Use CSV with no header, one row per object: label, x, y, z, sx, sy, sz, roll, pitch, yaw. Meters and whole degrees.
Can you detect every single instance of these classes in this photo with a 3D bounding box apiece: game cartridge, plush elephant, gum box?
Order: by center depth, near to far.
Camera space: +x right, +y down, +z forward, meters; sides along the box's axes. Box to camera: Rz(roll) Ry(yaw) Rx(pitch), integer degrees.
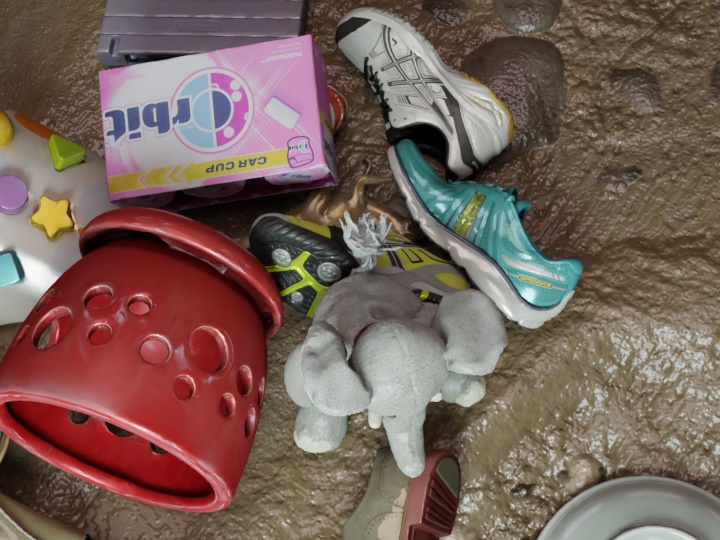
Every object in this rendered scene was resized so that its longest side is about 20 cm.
plush elephant,0.024,0.074,0.870,0.163,0.202,0.155,-11,30,-5
gum box,-0.125,-0.120,0.998,0.197,0.066,0.115,-8,79,8
game cartridge,-0.149,-0.257,1.141,0.197,0.039,0.131,3,63,8

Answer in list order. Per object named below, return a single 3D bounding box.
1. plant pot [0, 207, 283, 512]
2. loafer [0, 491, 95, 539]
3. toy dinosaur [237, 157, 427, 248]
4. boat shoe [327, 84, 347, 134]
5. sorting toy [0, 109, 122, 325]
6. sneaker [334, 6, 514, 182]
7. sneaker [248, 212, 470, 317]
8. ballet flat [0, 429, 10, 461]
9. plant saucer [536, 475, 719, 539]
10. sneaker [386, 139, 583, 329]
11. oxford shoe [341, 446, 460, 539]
plant pot,-0.161,0.066,0.911,0.198,0.201,0.184,16,63,13
loafer,-0.244,0.223,0.920,0.200,0.076,0.067,44,76,11
toy dinosaur,-0.037,-0.054,1.025,0.197,0.058,0.102,-6,67,3
boat shoe,-0.110,-0.155,1.077,0.197,0.072,0.063,8,25,12
sorting toy,-0.266,-0.036,1.035,0.178,0.107,0.202,23,69,-5
sneaker,0.040,-0.158,1.053,0.199,0.076,0.088,39,75,20
sneaker,0.000,0.000,0.973,0.198,0.076,0.077,24,40,-14
ballet flat,-0.329,0.107,0.965,0.068,0.064,0.201,-12,46,-22
plant saucer,0.219,0.247,0.869,0.197,0.050,0.203,-2,66,5
sneaker,0.102,-0.042,0.987,0.200,0.077,0.080,45,103,12
oxford shoe,0.017,0.231,0.900,0.074,0.070,0.202,5,64,35
